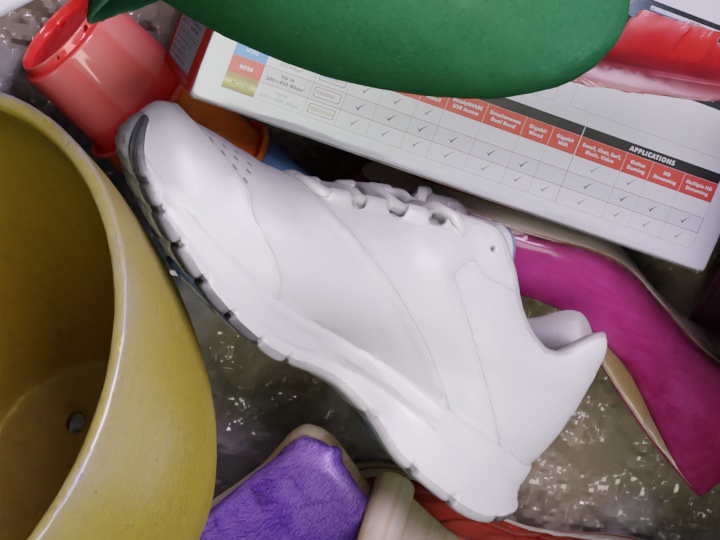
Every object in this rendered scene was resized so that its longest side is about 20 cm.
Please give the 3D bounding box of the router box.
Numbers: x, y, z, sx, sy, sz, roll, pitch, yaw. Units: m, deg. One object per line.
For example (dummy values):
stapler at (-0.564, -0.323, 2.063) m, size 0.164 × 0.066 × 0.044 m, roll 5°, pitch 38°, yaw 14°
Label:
router box at (0.059, -0.115, 0.896) m, size 0.199 × 0.049 × 0.180 m, roll 19°, pitch 102°, yaw -19°

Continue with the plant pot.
plant pot at (-0.128, 0.056, 0.912) m, size 0.200 × 0.200 × 0.142 m, roll -37°, pitch 146°, yaw 11°

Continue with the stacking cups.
stacking cups at (-0.038, -0.017, 0.943) m, size 0.060 × 0.061 × 0.200 m, roll -42°, pitch 117°, yaw 13°

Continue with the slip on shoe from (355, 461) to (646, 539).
slip on shoe at (0.071, 0.135, 1.046) m, size 0.199 × 0.061 × 0.074 m, roll 23°, pitch 110°, yaw -22°

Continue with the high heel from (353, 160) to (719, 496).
high heel at (0.074, 0.024, 0.982) m, size 0.199 × 0.067 × 0.096 m, roll 19°, pitch 110°, yaw -19°

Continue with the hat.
hat at (0.048, -0.055, 0.773) m, size 0.199 × 0.166 × 0.177 m, roll -32°, pitch 93°, yaw 2°

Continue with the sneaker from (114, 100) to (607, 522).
sneaker at (0.000, 0.000, 0.901) m, size 0.200 × 0.075 × 0.087 m, roll 39°, pitch 94°, yaw -28°

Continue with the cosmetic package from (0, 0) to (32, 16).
cosmetic package at (-0.134, -0.151, 0.774) m, size 0.071 × 0.200 × 0.102 m, roll -27°, pitch 119°, yaw 5°

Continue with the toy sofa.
toy sofa at (-0.053, 0.149, 0.977) m, size 0.098 × 0.083 × 0.200 m, roll 43°, pitch 127°, yaw -19°
